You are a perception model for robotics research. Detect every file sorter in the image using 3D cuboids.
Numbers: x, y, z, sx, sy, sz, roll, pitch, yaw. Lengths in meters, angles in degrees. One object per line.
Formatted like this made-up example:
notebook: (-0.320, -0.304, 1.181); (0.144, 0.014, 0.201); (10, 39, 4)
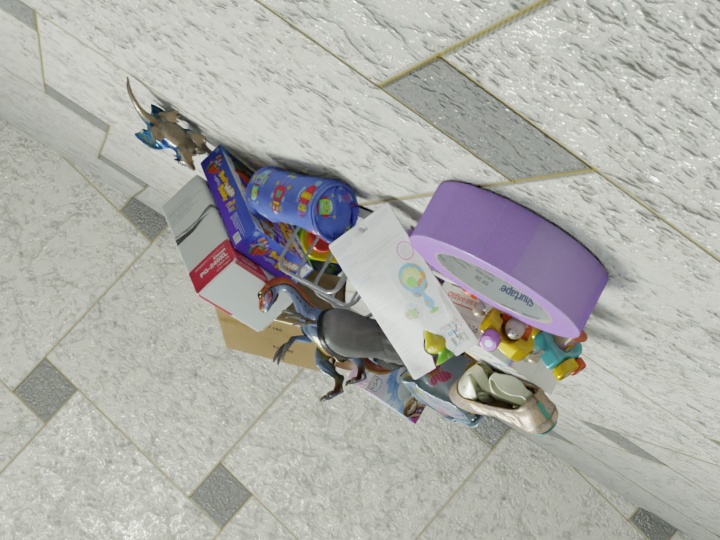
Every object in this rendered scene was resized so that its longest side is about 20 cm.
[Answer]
file sorter: (0.000, 0.000, 1.502); (0.138, 0.126, 0.200); (25, 171, 40)

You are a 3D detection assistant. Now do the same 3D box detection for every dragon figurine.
dragon figurine: (-0.292, -0.207, 1.552); (0.199, 0.060, 0.099); (35, 171, -35)

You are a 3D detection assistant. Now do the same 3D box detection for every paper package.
paper package: (-0.124, 0.070, 1.715); (0.196, 0.105, 0.192); (14, 154, 6)

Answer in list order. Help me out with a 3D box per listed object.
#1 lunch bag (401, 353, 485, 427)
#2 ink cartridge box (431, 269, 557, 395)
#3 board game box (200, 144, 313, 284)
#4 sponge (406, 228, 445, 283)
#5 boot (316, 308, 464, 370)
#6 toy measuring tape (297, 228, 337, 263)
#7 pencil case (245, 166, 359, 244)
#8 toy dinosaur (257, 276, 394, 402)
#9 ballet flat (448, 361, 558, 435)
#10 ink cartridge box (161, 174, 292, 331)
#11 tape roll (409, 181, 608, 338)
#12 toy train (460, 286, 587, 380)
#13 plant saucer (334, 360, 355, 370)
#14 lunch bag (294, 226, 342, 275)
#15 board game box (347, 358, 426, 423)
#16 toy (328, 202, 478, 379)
lunch bag: (0.160, 0.135, 1.583); (0.125, 0.172, 0.200); (24, 168, 19)
ink cartridge box: (0.163, 0.078, 1.349); (0.199, 0.068, 0.116); (35, 171, -34)
board game box: (-0.155, -0.081, 1.555); (0.134, 0.045, 0.201); (37, -162, -45)
sponge: (0.145, 0.014, 1.383); (0.198, 0.030, 0.112); (28, 173, 12)
boot: (0.045, 0.081, 1.409); (0.130, 0.071, 0.198); (-16, 160, 38)
toy measuring tape: (-0.029, -0.045, 1.653); (0.196, 0.075, 0.073); (9, 178, -14)
pencil case: (-0.076, -0.090, 1.394); (0.086, 0.080, 0.199); (10, -174, -35)
toy dinosaur: (-0.064, 0.089, 1.492); (0.198, 0.104, 0.184); (-7, -112, -54)
ballet flat: (0.176, 0.154, 1.365); (0.198, 0.068, 0.068); (11, 144, 53)
ink cartridge box: (-0.197, -0.028, 1.557); (0.145, 0.083, 0.201); (35, -160, -47)
tape roll: (0.149, -0.010, 1.069); (0.198, 0.066, 0.200); (31, 173, 4)
toy train: (0.191, 0.041, 1.212); (0.198, 0.152, 0.056); (26, 130, -21)
plant saucer: (0.043, 0.106, 1.736); (0.037, 0.200, 0.201); (50, 176, 11)
lunch bag: (-0.122, -0.039, 1.781); (0.168, 0.129, 0.199); (31, 161, -15)
board game box: (0.086, 0.124, 1.672); (0.043, 0.202, 0.199); (26, 172, 36)
toy: (0.059, 0.023, 1.302); (0.047, 0.115, 0.202); (-29, -93, -52)
